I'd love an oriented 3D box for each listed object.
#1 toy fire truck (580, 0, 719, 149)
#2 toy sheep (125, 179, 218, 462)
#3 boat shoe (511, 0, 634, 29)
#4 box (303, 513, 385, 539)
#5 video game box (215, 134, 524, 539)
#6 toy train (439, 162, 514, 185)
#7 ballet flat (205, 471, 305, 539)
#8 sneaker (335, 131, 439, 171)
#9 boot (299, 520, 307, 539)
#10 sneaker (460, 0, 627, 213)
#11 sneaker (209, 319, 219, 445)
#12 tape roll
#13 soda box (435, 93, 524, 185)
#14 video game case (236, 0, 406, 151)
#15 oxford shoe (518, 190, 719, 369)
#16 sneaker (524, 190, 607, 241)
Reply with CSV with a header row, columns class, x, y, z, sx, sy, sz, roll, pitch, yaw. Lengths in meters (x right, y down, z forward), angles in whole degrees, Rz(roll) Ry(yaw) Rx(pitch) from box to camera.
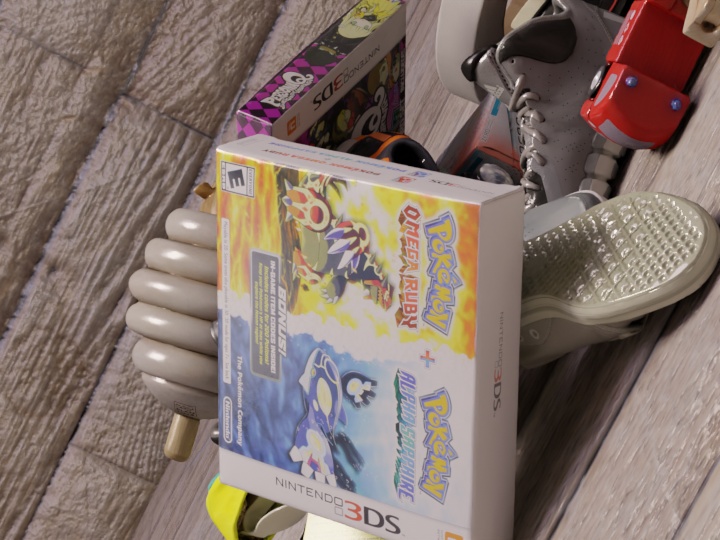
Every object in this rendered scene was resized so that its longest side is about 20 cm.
class,x,y,z,sx,sy,sz,roll,pitch,yaw
toy fire truck,0.195,-0.159,1.125,0.201,0.048,0.141,-64,7,4
toy sheep,-0.094,0.029,1.342,0.138,0.137,0.202,174,107,-82
boat shoe,0.171,-0.199,1.390,0.201,0.063,0.074,-50,-4,-48
box,0.019,0.101,1.235,0.075,0.050,0.201,-11,56,33
video game box,0.001,0.041,1.087,0.047,0.181,0.202,-21,-63,-51
toy train,0.055,0.018,1.441,0.200,0.085,0.114,-56,22,37
ballet flat,-0.035,0.118,1.365,0.200,0.066,0.067,-52,40,26
sneaker,0.000,0.000,1.385,0.112,0.077,0.202,4,81,66
boot,-0.012,0.155,1.430,0.091,0.072,0.200,-57,9,12
sneaker,0.103,-0.080,1.249,0.201,0.115,0.075,-65,7,-12
sneaker,-0.051,0.029,1.248,0.077,0.081,0.202,-85,7,-78
tape roll,0.123,-0.225,1.585,0.203,0.037,0.204,-50,-26,-35
soda box,0.088,-0.063,1.520,0.069,0.063,0.200,-68,8,-28
video game case,-0.025,-0.075,1.473,0.181,0.036,0.201,-46,-33,-41
oxford shoe,0.124,0.009,1.043,0.200,0.058,0.076,-22,36,58
sneaker,0.043,0.000,1.157,0.200,0.121,0.084,-37,45,16
